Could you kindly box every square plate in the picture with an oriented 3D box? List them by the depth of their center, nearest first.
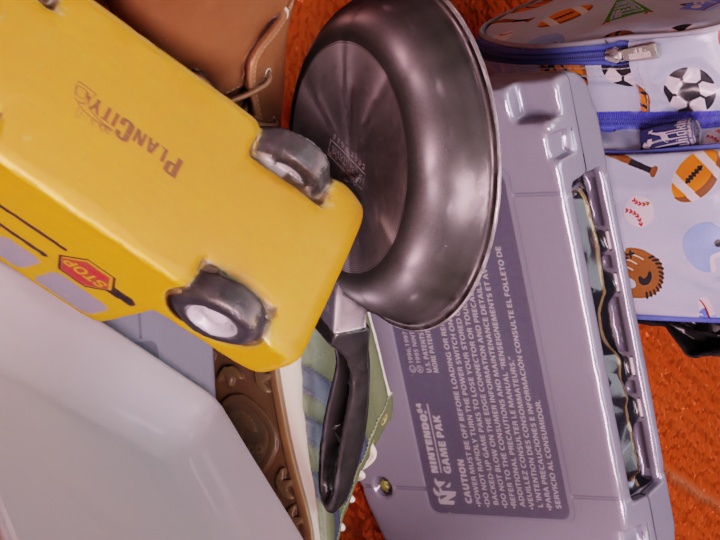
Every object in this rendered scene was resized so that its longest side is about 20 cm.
[{"bbox_3d":[-0.069,0.077,0.811,0.200,0.028,0.198,36,16,-49],"label":"square plate"}]

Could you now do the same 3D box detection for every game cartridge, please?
[{"bbox_3d":[-0.119,0.052,0.881,0.200,0.040,0.133,-4,95,-55],"label":"game cartridge"},{"bbox_3d":[0.043,0.024,1.026,0.041,0.133,0.200,-30,113,-52],"label":"game cartridge"}]

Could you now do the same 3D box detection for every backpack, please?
[{"bbox_3d":[0.113,-0.041,1.083,0.200,0.190,0.154,-20,99,-59],"label":"backpack"}]

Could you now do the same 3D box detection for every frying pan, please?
[{"bbox_3d":[-0.006,-0.015,0.896,0.031,0.190,0.115,-5,56,-30],"label":"frying pan"}]

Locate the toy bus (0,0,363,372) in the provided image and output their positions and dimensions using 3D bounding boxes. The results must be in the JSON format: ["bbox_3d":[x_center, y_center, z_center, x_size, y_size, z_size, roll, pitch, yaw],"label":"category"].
[{"bbox_3d":[-0.098,-0.043,0.821,0.200,0.078,0.065,35,62,-25],"label":"toy bus"}]

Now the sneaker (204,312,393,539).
[{"bbox_3d":[-0.019,0.069,0.992,0.090,0.067,0.200,-5,91,-52],"label":"sneaker"}]

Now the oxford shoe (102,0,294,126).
[{"bbox_3d":[-0.045,-0.071,0.870,0.200,0.071,0.071,99,-31,-70],"label":"oxford shoe"}]
